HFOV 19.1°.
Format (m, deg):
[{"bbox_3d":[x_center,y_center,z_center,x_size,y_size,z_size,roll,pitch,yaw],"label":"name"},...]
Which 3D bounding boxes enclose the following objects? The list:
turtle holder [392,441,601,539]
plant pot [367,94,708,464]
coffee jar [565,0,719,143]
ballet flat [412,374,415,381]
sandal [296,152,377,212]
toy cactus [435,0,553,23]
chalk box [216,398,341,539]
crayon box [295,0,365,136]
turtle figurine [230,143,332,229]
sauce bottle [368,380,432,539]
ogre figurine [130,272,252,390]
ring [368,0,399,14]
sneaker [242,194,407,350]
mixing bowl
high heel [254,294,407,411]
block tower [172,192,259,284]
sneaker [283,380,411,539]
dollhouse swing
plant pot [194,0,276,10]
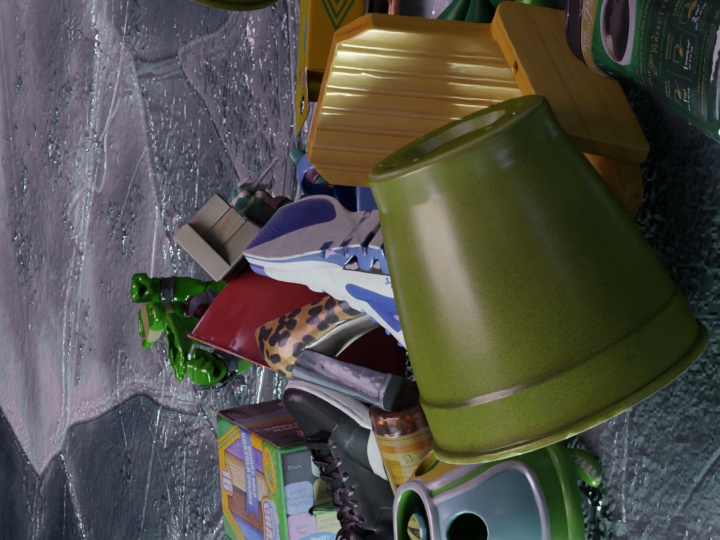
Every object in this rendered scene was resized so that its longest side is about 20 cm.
[{"bbox_3d":[0.098,0.171,1.592,0.141,0.131,0.186,-143,54,-60],"label":"turtle holder"},{"bbox_3d":[0.101,-0.005,1.413,0.200,0.200,0.193,-2,114,65],"label":"plant pot"},{"bbox_3d":[0.209,-0.156,1.370,0.200,0.085,0.105,-139,47,-56],"label":"coffee jar"},{"bbox_3d":[0.076,0.086,1.721,0.200,0.073,0.073,107,149,-48],"label":"ballet flat"},{"bbox_3d":[0.020,-0.049,1.731,0.200,0.087,0.080,44,139,14],"label":"sandal"},{"bbox_3d":[0.083,-0.200,1.649,0.200,0.102,0.166,129,143,-67],"label":"toy cactus"},{"bbox_3d":[-0.033,0.192,1.879,0.200,0.124,0.124,-158,62,-64],"label":"chalk box"},{"bbox_3d":[-0.025,-0.221,1.826,0.127,0.051,0.201,132,141,-82],"label":"crayon box"},{"bbox_3d":[-0.040,-0.066,1.881,0.200,0.149,0.101,-164,54,-72],"label":"turtle figurine"},{"bbox_3d":[0.064,0.186,1.694,0.066,0.066,0.201,23,137,63],"label":"sauce bottle"},{"bbox_3d":[-0.145,0.053,2.121,0.200,0.119,0.099,-165,69,-66],"label":"ogre figurine"},{"bbox_3d":[0.013,-0.218,1.789,0.200,0.019,0.201,-178,90,-84],"label":"ring"},{"bbox_3d":[0.012,0.011,1.575,0.199,0.081,0.115,1,128,40],"label":"sneaker"},{"bbox_3d":[-0.037,0.044,1.841,0.200,0.200,0.109,16,84,64],"label":"mixing bowl"},{"bbox_3d":[0.000,0.000,1.683,0.142,0.071,0.201,18,80,33],"label":"high heel"},{"bbox_3d":[-0.118,-0.026,1.852,0.054,0.058,0.200,43,180,0],"label":"block tower"},{"bbox_3d":[-0.007,0.185,1.725,0.200,0.112,0.073,45,155,-16],"label":"sneaker"},{"bbox_3d":[0.076,-0.071,1.532,0.200,0.175,0.182,108,148,-50],"label":"dollhouse swing"},{"bbox_3d":[-0.113,-0.374,1.926,0.193,0.200,0.201,-55,43,36],"label":"plant pot"}]
